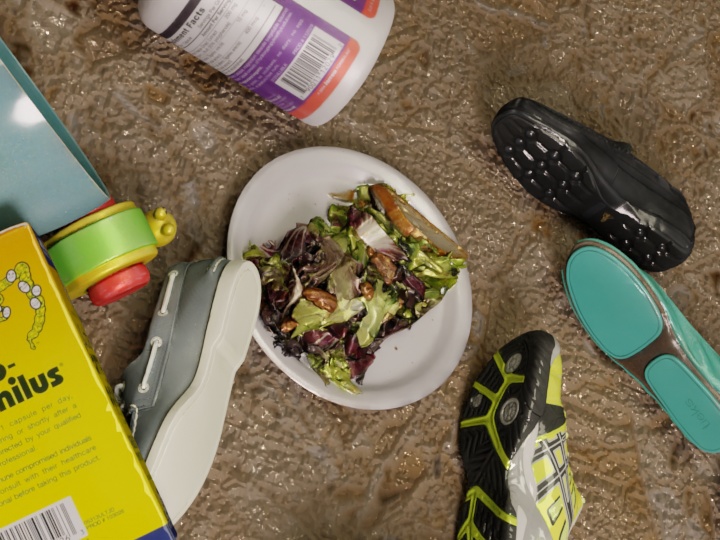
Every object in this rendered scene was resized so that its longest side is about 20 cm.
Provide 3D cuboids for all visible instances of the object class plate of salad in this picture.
[{"bbox_3d":[0.000,0.000,1.215,0.200,0.048,0.200,13,63,-28],"label":"plate of salad"}]

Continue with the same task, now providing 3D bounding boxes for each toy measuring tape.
[{"bbox_3d":[-0.193,-0.001,1.081,0.200,0.074,0.074,-25,83,-37],"label":"toy measuring tape"}]

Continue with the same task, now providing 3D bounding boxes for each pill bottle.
[{"bbox_3d":[-0.086,-0.196,1.209,0.200,0.111,0.111,31,56,-18],"label":"pill bottle"}]

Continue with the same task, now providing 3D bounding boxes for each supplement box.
[{"bbox_3d":[-0.193,0.089,0.985,0.109,0.109,0.200,-25,88,-8],"label":"supplement box"}]

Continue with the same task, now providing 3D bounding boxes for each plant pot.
[{"bbox_3d":[-0.261,-0.086,1.020,0.135,0.200,0.200,-36,90,-4],"label":"plant pot"}]

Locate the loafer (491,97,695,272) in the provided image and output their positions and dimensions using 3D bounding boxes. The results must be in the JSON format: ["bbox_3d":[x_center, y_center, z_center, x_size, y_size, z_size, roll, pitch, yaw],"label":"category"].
[{"bbox_3d":[0.184,-0.075,1.355,0.200,0.068,0.070,35,47,-21],"label":"loafer"}]

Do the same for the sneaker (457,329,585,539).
[{"bbox_3d":[0.117,0.141,1.218,0.076,0.075,0.200,21,70,-31],"label":"sneaker"}]

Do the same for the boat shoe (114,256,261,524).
[{"bbox_3d":[-0.123,0.080,1.108,0.062,0.073,0.200,9,63,20],"label":"boat shoe"}]

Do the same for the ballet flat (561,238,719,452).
[{"bbox_3d":[0.228,0.053,1.333,0.200,0.067,0.070,51,28,-3],"label":"ballet flat"}]
